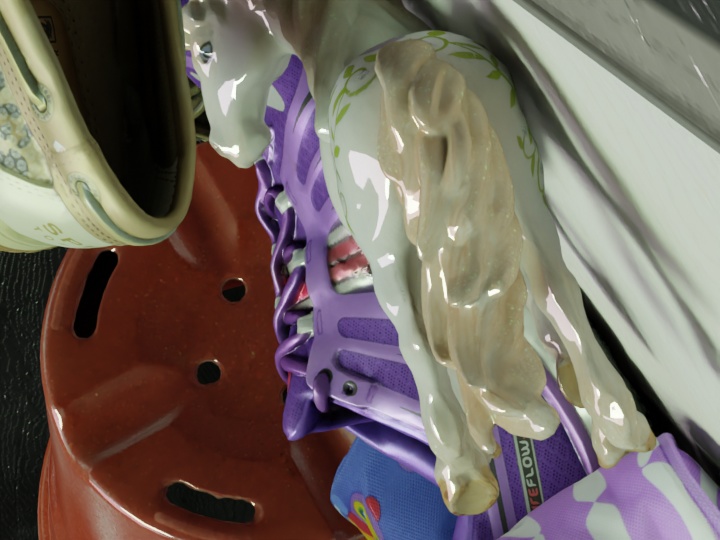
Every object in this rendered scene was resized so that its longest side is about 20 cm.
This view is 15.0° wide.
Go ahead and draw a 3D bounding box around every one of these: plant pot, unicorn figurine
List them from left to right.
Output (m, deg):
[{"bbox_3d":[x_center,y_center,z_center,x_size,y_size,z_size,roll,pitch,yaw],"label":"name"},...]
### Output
[{"bbox_3d":[-0.029,0.056,0.978,0.201,0.200,0.195,54,169,18],"label":"plant pot"},{"bbox_3d":[0.009,-0.019,0.621,0.138,0.074,0.200,65,162,-5],"label":"unicorn figurine"}]

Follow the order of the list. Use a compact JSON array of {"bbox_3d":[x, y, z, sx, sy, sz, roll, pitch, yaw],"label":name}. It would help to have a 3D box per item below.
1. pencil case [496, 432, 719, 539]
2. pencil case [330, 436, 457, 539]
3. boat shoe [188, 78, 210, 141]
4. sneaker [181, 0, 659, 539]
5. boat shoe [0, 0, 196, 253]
[{"bbox_3d":[0.023,0.125,0.676,0.084,0.200,0.086,49,-175,-22],"label":"pencil case"},{"bbox_3d":[0.073,0.105,0.764,0.200,0.087,0.078,52,158,32],"label":"pencil case"},{"bbox_3d":[-0.062,-0.081,1.029,0.063,0.073,0.201,41,176,0],"label":"boat shoe"},{"bbox_3d":[0.000,0.000,0.738,0.200,0.083,0.081,55,177,19],"label":"sneaker"},{"bbox_3d":[-0.072,-0.104,0.607,0.063,0.073,0.201,2,107,50],"label":"boat shoe"}]
